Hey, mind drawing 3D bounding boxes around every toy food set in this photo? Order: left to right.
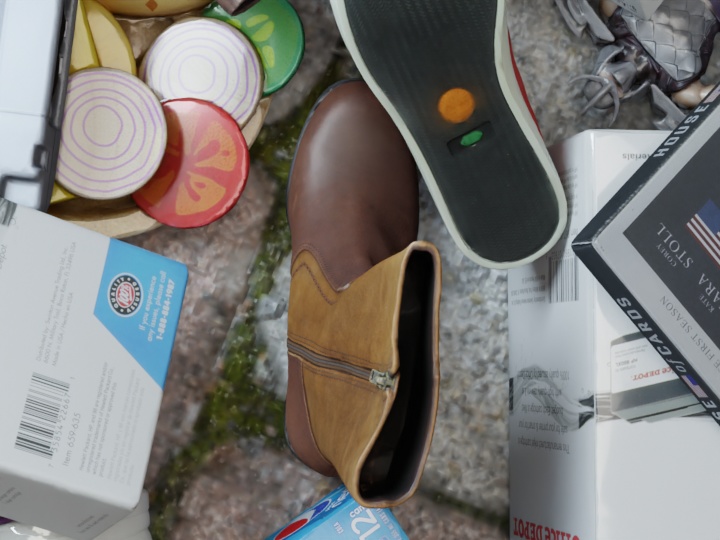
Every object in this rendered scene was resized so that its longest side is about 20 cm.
[{"bbox_3d":[-0.127,-0.109,0.915,0.198,0.049,0.200,-16,90,-9],"label":"toy food set"}]

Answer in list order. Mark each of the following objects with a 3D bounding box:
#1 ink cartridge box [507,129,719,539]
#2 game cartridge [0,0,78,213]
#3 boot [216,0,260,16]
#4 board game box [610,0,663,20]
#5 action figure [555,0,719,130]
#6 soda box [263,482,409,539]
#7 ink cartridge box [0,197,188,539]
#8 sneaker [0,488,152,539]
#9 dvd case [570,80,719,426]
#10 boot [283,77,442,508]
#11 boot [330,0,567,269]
[{"bbox_3d":[0.121,0.044,0.895,0.083,0.145,0.202,0,88,-10],"label":"ink cartridge box"},{"bbox_3d":[-0.190,-0.132,0.867,0.132,0.042,0.202,7,87,9],"label":"game cartridge"},{"bbox_3d":[-0.101,-0.174,0.806,0.200,0.072,0.167,-37,87,-30],"label":"boot"},{"bbox_3d":[0.138,-0.231,0.929,0.134,0.034,0.200,34,81,28],"label":"board game box"},{"bbox_3d":[0.178,-0.141,0.951,0.200,0.069,0.130,-40,97,-5],"label":"action figure"},{"bbox_3d":[0.031,0.197,0.915,0.064,0.068,0.201,-35,93,-8],"label":"soda box"},{"bbox_3d":[-0.183,0.026,0.830,0.199,0.067,0.117,21,63,-20],"label":"ink cartridge box"},{"bbox_3d":[-0.177,0.162,0.873,0.198,0.075,0.101,-16,95,-21],"label":"sneaker"},{"bbox_3d":[0.200,-0.024,0.834,0.200,0.025,0.150,-46,103,-18],"label":"dvd case"},{"bbox_3d":[0.000,0.000,0.852,0.068,0.200,0.190,13,86,-6],"label":"boot"},{"bbox_3d":[0.027,-0.115,0.863,0.072,0.145,0.201,-20,119,3],"label":"boot"}]
